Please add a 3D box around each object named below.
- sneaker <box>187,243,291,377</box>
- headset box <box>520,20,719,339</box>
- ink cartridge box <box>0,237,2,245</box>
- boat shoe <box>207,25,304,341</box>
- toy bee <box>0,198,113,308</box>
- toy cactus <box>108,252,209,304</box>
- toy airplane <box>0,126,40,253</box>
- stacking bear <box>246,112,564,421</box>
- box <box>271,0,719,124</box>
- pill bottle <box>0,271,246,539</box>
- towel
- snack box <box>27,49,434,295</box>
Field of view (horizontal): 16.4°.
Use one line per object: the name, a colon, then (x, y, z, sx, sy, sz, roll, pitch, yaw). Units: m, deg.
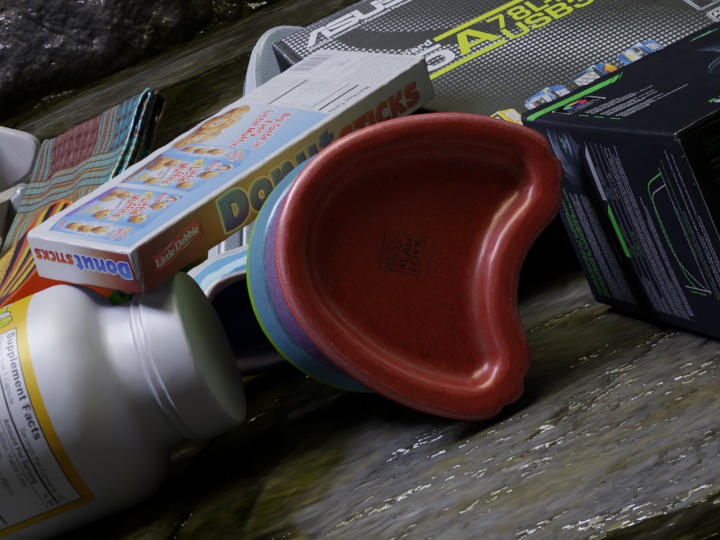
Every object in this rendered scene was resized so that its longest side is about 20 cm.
sneaker: (0.000, 0.000, 1.225, 0.199, 0.072, 0.072, -26, 27, -9)
headset box: (0.180, -0.054, 1.009, 0.174, 0.093, 0.200, -26, 10, -10)
ink cartridge box: (-0.264, 0.065, 1.317, 0.160, 0.047, 0.201, -58, -6, -85)
boat shoe: (-0.042, -0.036, 1.329, 0.062, 0.072, 0.201, 113, 167, -55)
toy bee: (-0.185, 0.028, 1.204, 0.200, 0.131, 0.109, -28, 28, 14)
toy cactus: (-0.114, 0.008, 1.408, 0.165, 0.102, 0.200, -41, 8, 29)
toy airplane: (-0.243, 0.000, 1.535, 0.200, 0.141, 0.199, -56, -1, -27)
stacking bear: (0.004, 0.002, 1.086, 0.113, 0.122, 0.200, 12, -7, -8)
box: (0.083, -0.104, 1.237, 0.199, 0.048, 0.193, -26, 36, -12)
pill bottle: (-0.155, 0.071, 1.109, 0.199, 0.105, 0.104, -22, 11, 10)
towel: (-0.170, 0.006, 1.332, 0.146, 0.022, 0.201, -18, 50, 56)
snack box: (-0.056, -0.049, 1.137, 0.072, 0.024, 0.200, 10, 35, 42)
